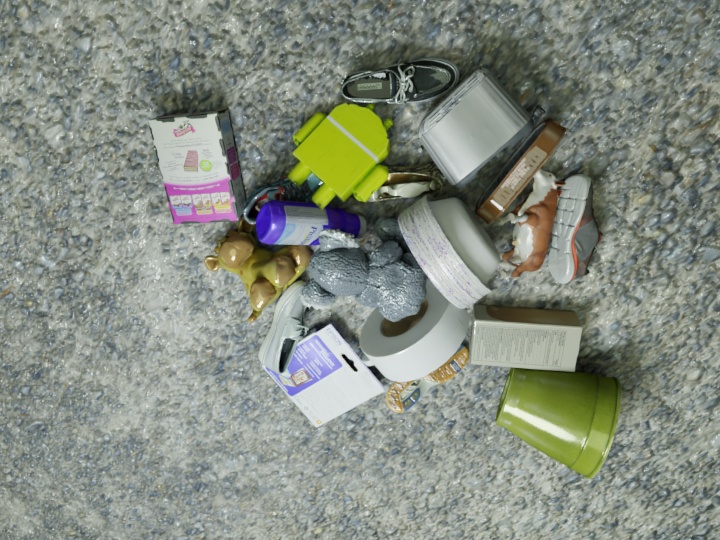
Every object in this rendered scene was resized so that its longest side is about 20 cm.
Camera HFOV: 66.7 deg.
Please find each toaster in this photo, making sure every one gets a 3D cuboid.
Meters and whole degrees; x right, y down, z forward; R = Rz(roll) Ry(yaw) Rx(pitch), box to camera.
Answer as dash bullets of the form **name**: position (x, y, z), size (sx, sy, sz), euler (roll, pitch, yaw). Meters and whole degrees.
- **toaster**: position (0.189, -0.243, 0.904), size (0.200, 0.114, 0.129), euler (-40, 101, 22)

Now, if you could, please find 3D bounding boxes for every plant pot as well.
- **plant pot**: position (0.375, 0.273, 1.073), size (0.193, 0.200, 0.201), euler (18, 115, 13)

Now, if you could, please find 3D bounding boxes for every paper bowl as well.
- **paper bowl**: position (0.163, -0.043, 0.940), size (0.104, 0.201, 0.201), euler (-35, 104, 17)

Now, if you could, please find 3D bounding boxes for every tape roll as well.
- **tape roll**: position (0.099, 0.107, 1.018), size (0.202, 0.203, 0.071), euler (-30, 115, 19)

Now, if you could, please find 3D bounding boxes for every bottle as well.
- **bottle**: position (-0.084, -0.083, 0.990), size (0.200, 0.065, 0.084), euler (0, 152, -33)

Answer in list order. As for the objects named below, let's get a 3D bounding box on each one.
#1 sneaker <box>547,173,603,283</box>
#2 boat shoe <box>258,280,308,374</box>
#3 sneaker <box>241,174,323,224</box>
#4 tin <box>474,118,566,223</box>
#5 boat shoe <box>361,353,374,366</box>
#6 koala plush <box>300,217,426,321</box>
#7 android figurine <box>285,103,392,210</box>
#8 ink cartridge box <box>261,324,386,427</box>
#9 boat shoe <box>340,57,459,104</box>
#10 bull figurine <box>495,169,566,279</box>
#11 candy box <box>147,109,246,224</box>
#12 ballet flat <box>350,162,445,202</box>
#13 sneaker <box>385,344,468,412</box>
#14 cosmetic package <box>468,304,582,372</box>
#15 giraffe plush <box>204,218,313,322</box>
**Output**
- **sneaker**: position (0.393, -0.077, 0.983), size (0.082, 0.077, 0.200), euler (-7, 116, -18)
- **boat shoe**: position (-0.141, 0.120, 1.116), size (0.071, 0.070, 0.201), euler (32, 107, 28)
- **sneaker**: position (-0.131, -0.136, 1.007), size (0.200, 0.096, 0.079), euler (-27, 107, 19)
- **tin**: position (0.266, -0.168, 0.927), size (0.042, 0.112, 0.200), euler (37, 113, 2)
- **boat shoe**: position (0.096, 0.152, 1.114), size (0.200, 0.071, 0.064), euler (-31, 112, 20)
- **koala plush**: position (0.000, 0.000, 0.965), size (0.200, 0.184, 0.178), euler (11, 116, -29)
- **android figurine**: position (-0.031, -0.206, 0.951), size (0.182, 0.041, 0.200), euler (41, 87, 13)
- **ink cartridge box**: position (-0.076, 0.225, 1.186), size (0.200, 0.043, 0.198), euler (-32, 105, 22)
- **boat shoe**: position (0.065, -0.315, 0.914), size (0.199, 0.068, 0.074), euler (2, 114, 8)
- **bull figurine**: position (0.297, -0.078, 0.969), size (0.121, 0.065, 0.200), euler (-17, 122, -21)
- **candy box**: position (-0.301, -0.193, 1.027), size (0.136, 0.061, 0.200), euler (-2, 114, 10)
- **ballet flat**: position (0.055, -0.154, 0.981), size (0.200, 0.075, 0.068), euler (-4, 124, 10)
- **sneaker**: position (0.134, 0.215, 1.142), size (0.200, 0.088, 0.075), euler (-35, 81, -1)
- **cosmetic package**: position (0.318, 0.131, 1.071), size (0.200, 0.071, 0.105), euler (5, 114, 7)
- **giraffe plush**: position (-0.207, -0.017, 1.060), size (0.162, 0.173, 0.200), euler (44, 147, -1)
